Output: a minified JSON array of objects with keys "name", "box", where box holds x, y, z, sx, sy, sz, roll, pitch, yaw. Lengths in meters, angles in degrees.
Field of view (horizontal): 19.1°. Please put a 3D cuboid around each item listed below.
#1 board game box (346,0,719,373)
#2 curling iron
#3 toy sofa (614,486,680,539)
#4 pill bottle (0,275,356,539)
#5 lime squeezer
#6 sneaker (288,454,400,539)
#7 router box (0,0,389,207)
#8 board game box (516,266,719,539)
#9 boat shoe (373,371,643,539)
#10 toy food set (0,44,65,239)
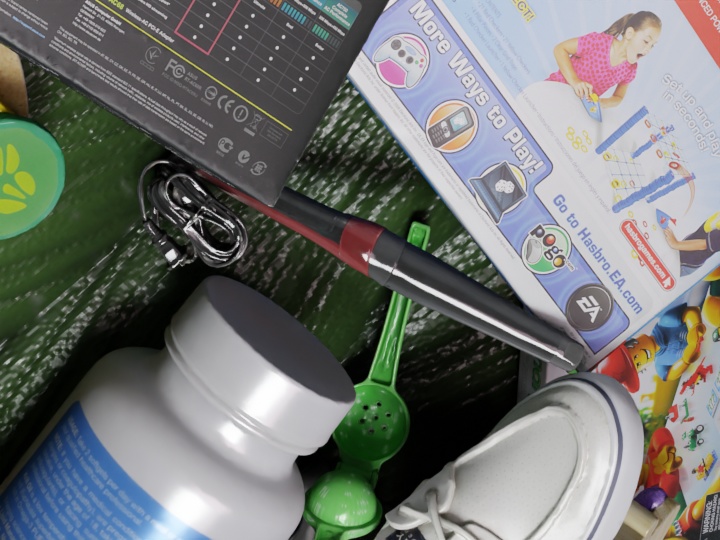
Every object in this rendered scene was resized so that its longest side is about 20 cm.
[{"name":"board game box","box":[0.108,-0.092,0.890,0.195,0.056,0.200,-38,118,2]},{"name":"curling iron","box":[0.000,0.000,0.892,0.198,0.026,0.050,20,103,-6]},{"name":"toy sofa","box":[0.069,0.173,1.035,0.097,0.083,0.201,-35,152,-51]},{"name":"pill bottle","box":[-0.094,0.104,0.910,0.112,0.112,0.200,29,106,-36]},{"name":"lime squeezer","box":[0.001,0.083,0.940,0.037,0.201,0.071,23,156,-6]},{"name":"sneaker","box":[-0.068,0.163,0.997,0.200,0.076,0.091,-47,123,-3]},{"name":"router box","box":[-0.077,-0.137,0.760,0.199,0.062,0.151,32,88,-33]},{"name":"board game box","box":[0.138,0.057,1.039,0.125,0.035,0.202,-11,125,-17]},{"name":"boat shoe","box":[0.040,0.120,0.916,0.069,0.071,0.200,5,134,-49]},{"name":"toy food set","box":[-0.215,-0.047,0.793,0.198,0.049,0.200,-41,129,4]}]
